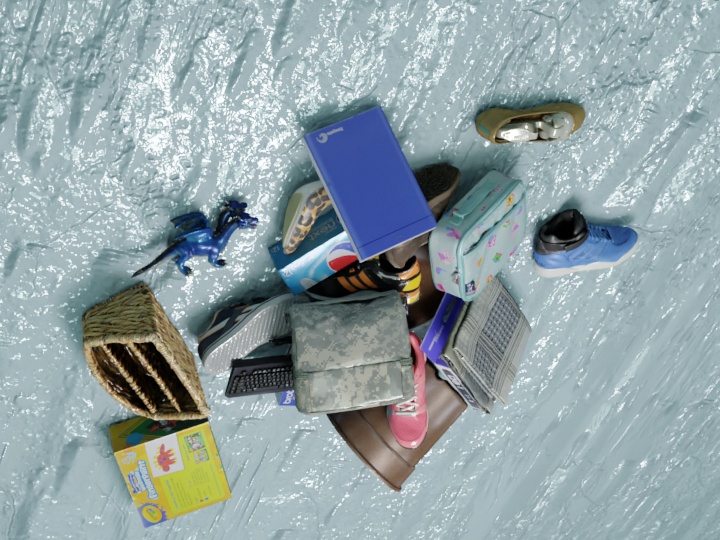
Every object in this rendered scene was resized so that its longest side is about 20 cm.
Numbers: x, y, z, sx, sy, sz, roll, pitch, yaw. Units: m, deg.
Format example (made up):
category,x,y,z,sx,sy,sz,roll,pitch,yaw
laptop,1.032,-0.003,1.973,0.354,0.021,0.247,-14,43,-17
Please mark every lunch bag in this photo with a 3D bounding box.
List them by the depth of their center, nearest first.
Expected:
category,x,y,z,sx,sy,sz,roll,pitch,yaw
lunch bag,-0.014,0.123,1.483,0.199,0.139,0.169,-7,95,-3
lunch bag,0.192,-0.057,1.528,0.200,0.077,0.161,-46,148,-29

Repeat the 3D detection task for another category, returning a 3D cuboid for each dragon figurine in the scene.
category,x,y,z,sx,sy,sz,roll,pitch,yaw
dragon figurine,-0.252,-0.049,1.425,0.199,0.059,0.100,-10,127,-16

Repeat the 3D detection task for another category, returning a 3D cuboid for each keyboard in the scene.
category,x,y,z,sx,sy,sz,roll,pitch,yaw
keyboard,-0.122,0.155,1.567,0.199,0.021,0.128,-4,126,-34

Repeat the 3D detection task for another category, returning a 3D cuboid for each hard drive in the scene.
category,x,y,z,sx,sy,sz,roll,pitch,yaw
hard drive,0.015,-0.129,1.399,0.131,0.025,0.201,-24,86,-19

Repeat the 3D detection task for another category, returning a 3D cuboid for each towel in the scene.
category,x,y,z,sx,sy,sz,roll,pitch,yaw
towel,0.224,0.123,1.630,0.193,0.034,0.201,52,56,-38

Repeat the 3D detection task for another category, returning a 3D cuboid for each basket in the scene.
category,x,y,z,sx,sy,sz,roll,pitch,yaw
basket,-0.344,0.151,1.474,0.142,0.149,0.201,-26,130,-3

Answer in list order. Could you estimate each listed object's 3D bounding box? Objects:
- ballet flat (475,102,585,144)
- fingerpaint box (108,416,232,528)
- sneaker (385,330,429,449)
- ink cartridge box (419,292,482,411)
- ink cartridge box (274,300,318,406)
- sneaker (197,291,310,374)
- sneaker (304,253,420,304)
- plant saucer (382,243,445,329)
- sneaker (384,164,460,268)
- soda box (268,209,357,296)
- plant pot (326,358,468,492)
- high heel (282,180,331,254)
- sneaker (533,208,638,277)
category,x,y,z,sx,sy,sz,roll,pitch,yaw
ballet flat,0.281,-0.225,1.512,0.199,0.063,0.069,-8,127,-17
fingerpaint box,-0.330,0.336,1.661,0.166,0.073,0.201,-18,128,-10
sneaker,0.074,0.195,1.581,0.073,0.201,0.087,-3,163,8
ink cartridge box,0.200,0.111,1.662,0.200,0.043,0.199,49,58,-38
ink cartridge box,-0.080,0.147,1.644,0.093,0.044,0.201,4,122,-23
sneaker,-0.179,0.082,1.539,0.199,0.079,0.079,-31,132,-8
sneaker,0.000,0.000,1.533,0.199,0.070,0.090,4,128,1
plant saucer,0.081,0.034,1.635,0.199,0.037,0.201,-10,126,-15
sneaker,0.093,-0.088,1.492,0.200,0.070,0.076,-48,148,-32
soda box,-0.042,-0.047,1.506,0.199,0.068,0.064,-31,129,1
plant pot,0.074,0.254,1.698,0.198,0.200,0.200,-43,129,2
high heel,-0.033,-0.100,1.466,0.142,0.071,0.201,17,108,-24
sneaker,0.402,-0.061,1.669,0.199,0.077,0.112,-13,137,-5
